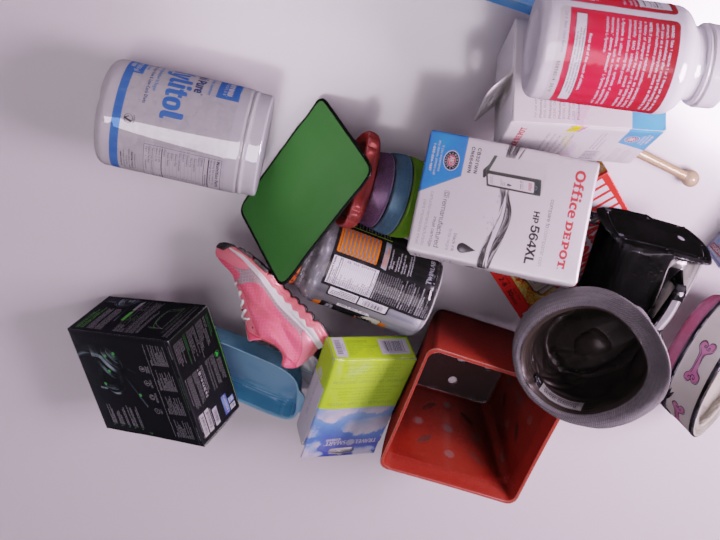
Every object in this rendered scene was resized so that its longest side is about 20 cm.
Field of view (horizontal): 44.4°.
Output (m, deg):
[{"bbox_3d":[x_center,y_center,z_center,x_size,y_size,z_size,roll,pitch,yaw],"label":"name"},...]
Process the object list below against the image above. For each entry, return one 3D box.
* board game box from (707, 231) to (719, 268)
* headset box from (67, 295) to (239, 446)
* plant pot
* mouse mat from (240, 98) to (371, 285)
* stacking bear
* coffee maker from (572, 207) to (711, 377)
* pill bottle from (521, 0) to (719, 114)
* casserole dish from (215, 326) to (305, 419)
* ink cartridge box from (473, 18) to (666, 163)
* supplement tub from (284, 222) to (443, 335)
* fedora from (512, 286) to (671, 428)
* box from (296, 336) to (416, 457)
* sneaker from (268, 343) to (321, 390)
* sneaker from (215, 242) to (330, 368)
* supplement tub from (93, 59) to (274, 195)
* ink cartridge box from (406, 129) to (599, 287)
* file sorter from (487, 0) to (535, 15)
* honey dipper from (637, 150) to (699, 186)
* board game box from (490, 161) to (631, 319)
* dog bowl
[{"bbox_3d":[0.580,-0.046,1.174,0.200,0.062,0.200,-40,109,20],"label":"board game box"},{"bbox_3d":[-0.292,0.137,1.232,0.199,0.093,0.175,3,120,29],"label":"headset box"},{"bbox_3d":[0.150,0.167,1.226,0.198,0.177,0.201,17,117,-8],"label":"plant pot"},{"bbox_3d":[-0.074,-0.101,1.118,0.007,0.161,0.200,17,122,-45],"label":"mouse mat"},{"bbox_3d":[0.074,-0.089,1.138,0.198,0.114,0.122,15,88,-17],"label":"stacking bear"},{"bbox_3d":[0.323,0.029,1.144,0.191,0.135,0.201,24,118,16],"label":"coffee maker"},{"bbox_3d":[0.275,-0.224,0.919,0.198,0.112,0.113,8,117,0],"label":"pill bottle"},{"bbox_3d":[-0.161,0.142,1.262,0.199,0.039,0.122,20,137,12],"label":"casserole dish"},{"bbox_3d":[0.240,-0.209,1.036,0.198,0.129,0.126,5,81,-1],"label":"ink cartridge box"},{"bbox_3d":[0.000,0.000,1.175,0.199,0.123,0.123,21,115,-8],"label":"supplement tub"},{"bbox_3d":[0.282,0.093,1.057,0.200,0.090,0.177,-39,87,39],"label":"fedora"},{"bbox_3d":[-0.011,0.175,1.210,0.121,0.048,0.201,1,131,-23],"label":"box"},{"bbox_3d":[-0.106,0.100,1.259,0.080,0.071,0.201,-28,109,33],"label":"sneaker"},{"bbox_3d":[-0.132,0.047,1.166,0.200,0.074,0.087,45,86,5],"label":"sneaker"},{"bbox_3d":[-0.215,-0.175,1.087,0.198,0.132,0.133,11,117,-5],"label":"supplement tub"},{"bbox_3d":[0.166,-0.071,1.035,0.198,0.084,0.147,11,89,7],"label":"ink cartridge box"},{"bbox_3d":[0.185,-0.373,0.950,0.198,0.140,0.123,16,147,-7],"label":"file sorter"},{"bbox_3d":[0.355,-0.156,1.140,0.199,0.038,0.038,21,115,-13],"label":"honey dipper"},{"bbox_3d":[0.273,-0.033,1.194,0.199,0.046,0.152,-31,114,15],"label":"board game box"},{"bbox_3d":[0.475,0.122,1.200,0.074,0.199,0.202,33,121,32],"label":"dog bowl"}]
